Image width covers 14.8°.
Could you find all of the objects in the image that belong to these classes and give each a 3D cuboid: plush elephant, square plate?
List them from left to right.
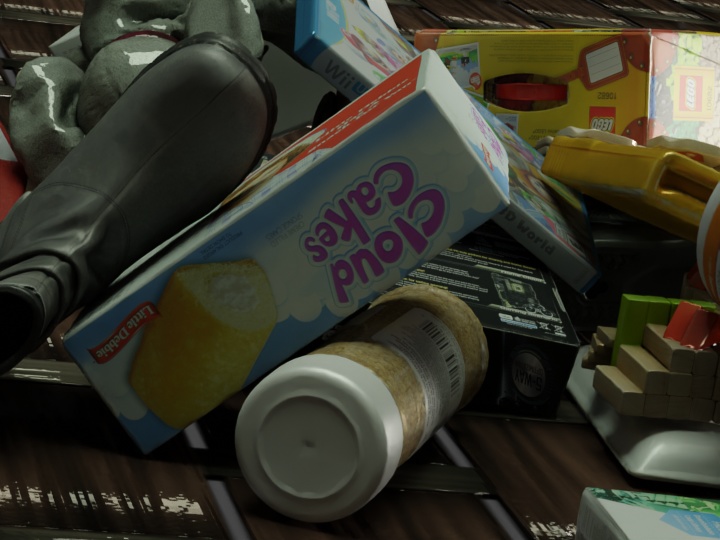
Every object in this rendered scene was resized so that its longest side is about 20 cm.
[{"bbox_3d":[-0.104,-0.103,1.530,0.165,0.200,0.155,-19,46,24],"label":"plush elephant"},{"bbox_3d":[0.210,0.073,1.393,0.198,0.028,0.200,6,13,-9],"label":"square plate"}]

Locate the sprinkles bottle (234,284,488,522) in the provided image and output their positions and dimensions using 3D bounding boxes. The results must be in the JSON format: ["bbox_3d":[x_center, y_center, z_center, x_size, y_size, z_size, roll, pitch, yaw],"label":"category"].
[{"bbox_3d":[0.005,0.056,1.246,0.068,0.068,0.200,11,13,13],"label":"sprinkles bottle"}]

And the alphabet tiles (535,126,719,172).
[{"bbox_3d":[0.202,-0.047,1.589,0.200,0.015,0.196,15,-6,-10],"label":"alphabet tiles"}]

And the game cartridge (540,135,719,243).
[{"bbox_3d":[0.198,-0.023,1.438,0.176,0.032,0.200,23,2,-13],"label":"game cartridge"}]

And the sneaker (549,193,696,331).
[{"bbox_3d":[0.186,-0.007,1.619,0.199,0.076,0.114,0,21,-13],"label":"sneaker"}]

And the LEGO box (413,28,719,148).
[{"bbox_3d":[0.153,-0.108,1.715,0.149,0.077,0.200,-1,4,-42],"label":"LEGO box"}]

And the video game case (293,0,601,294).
[{"bbox_3d":[0.045,-0.078,1.483,0.200,0.018,0.143,39,16,-14],"label":"video game case"}]

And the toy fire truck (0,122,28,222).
[{"bbox_3d":[-0.267,-0.040,1.456,0.200,0.112,0.168,2,40,-32],"label":"toy fire truck"}]

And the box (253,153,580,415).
[{"bbox_3d":[0.000,0.000,1.422,0.200,0.044,0.160,12,24,-14],"label":"box"}]

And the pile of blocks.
[{"bbox_3d":[0.159,0.021,1.382,0.082,0.062,0.200,11,13,11],"label":"pile of blocks"}]

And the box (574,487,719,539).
[{"bbox_3d":[0.198,0.132,1.113,0.200,0.036,0.144,8,12,-11],"label":"box"}]

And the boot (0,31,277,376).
[{"bbox_3d":[-0.122,-0.012,1.219,0.070,0.200,0.132,42,31,-5],"label":"boot"}]

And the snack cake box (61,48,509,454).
[{"bbox_3d":[-0.031,-0.011,1.256,0.200,0.067,0.115,-35,8,10],"label":"snack cake box"}]

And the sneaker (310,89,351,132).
[{"bbox_3d":[-0.012,-0.048,1.577,0.076,0.116,0.200,7,12,-5],"label":"sneaker"}]

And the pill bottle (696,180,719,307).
[{"bbox_3d":[0.244,0.024,1.237,0.112,0.112,0.200,1,31,-30],"label":"pill bottle"}]

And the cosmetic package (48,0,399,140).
[{"bbox_3d":[-0.079,-0.133,1.735,0.200,0.113,0.081,-20,10,9],"label":"cosmetic package"}]
